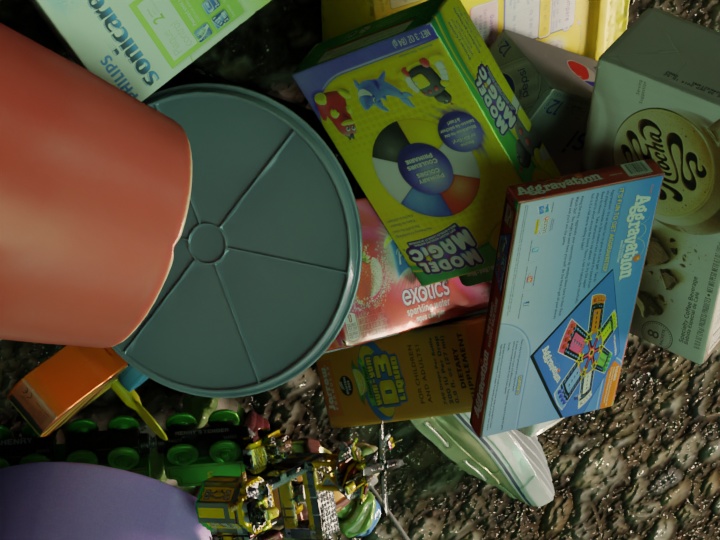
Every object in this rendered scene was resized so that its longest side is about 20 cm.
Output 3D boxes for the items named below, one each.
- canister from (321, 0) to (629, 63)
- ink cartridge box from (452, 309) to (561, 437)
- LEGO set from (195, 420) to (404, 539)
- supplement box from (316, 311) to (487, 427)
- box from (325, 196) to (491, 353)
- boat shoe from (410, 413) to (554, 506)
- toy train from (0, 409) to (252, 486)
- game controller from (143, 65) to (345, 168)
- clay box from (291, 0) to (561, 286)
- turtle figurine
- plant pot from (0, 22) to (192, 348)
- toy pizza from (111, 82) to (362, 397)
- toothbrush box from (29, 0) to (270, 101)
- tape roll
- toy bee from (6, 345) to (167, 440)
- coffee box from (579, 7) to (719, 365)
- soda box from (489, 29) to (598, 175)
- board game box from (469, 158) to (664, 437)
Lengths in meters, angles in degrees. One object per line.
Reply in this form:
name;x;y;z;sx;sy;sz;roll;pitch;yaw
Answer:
canister;0.077;-0.181;1.388;0.200;0.087;0.149;-20;134;-21
ink cartridge box;0.091;0.000;1.482;0.050;0.162;0.200;-28;136;-33
LEGO set;-0.019;0.208;1.392;0.154;0.116;0.201;-9;95;-56
supplement box;0.053;0.071;1.467;0.069;0.200;0.067;-14;90;-37
box;0.000;0.000;1.398;0.200;0.100;0.096;-13;90;-53
boat shoe;0.098;0.136;1.677;0.062;0.072;0.200;-24;136;16
toy train;-0.174;0.132;1.435;0.199;0.042;0.056;-4;136;-2
game controller;-0.097;-0.078;1.373;0.200;0.042;0.104;16;112;-42
clay box;0.056;-0.070;1.317;0.200;0.115;0.048;58;39;-19
turtle figurine;-0.056;0.175;1.507;0.194;0.200;0.144;30;137;-23
plant pot;-0.205;-0.046;1.175;0.177;0.201;0.201;17;112;-26
toy pizza;-0.092;-0.019;1.297;0.200;0.200;0.032;-59;170;17
toothbrush box;-0.114;-0.216;1.221;0.200;0.086;0.146;-37;136;-4
tape roll;-0.186;0.210;1.433;0.199;0.066;0.200;7;147;4
toy bee;-0.159;0.057;1.384;0.200;0.131;0.109;-15;164;-30
coffee box;0.205;-0.053;1.327;0.080;0.113;0.200;-44;150;-43
soda box;0.160;-0.102;1.406;0.200;0.068;0.063;10;124;-45
board game box;0.130;0.020;1.313;0.103;0.019;0.200;-11;133;-19
